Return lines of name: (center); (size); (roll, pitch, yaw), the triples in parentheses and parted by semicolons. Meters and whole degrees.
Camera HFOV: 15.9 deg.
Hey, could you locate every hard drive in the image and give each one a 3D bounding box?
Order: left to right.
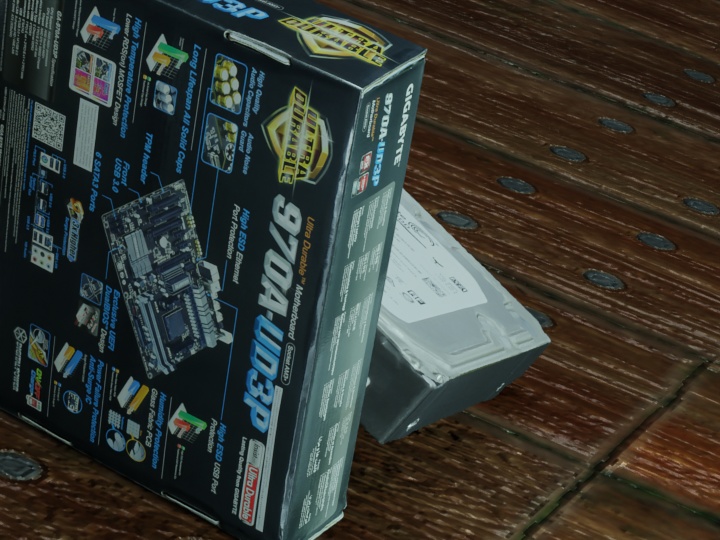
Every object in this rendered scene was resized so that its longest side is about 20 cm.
hard drive: (0.000, 0.000, 1.057); (0.140, 0.038, 0.200); (45, 14, 11)

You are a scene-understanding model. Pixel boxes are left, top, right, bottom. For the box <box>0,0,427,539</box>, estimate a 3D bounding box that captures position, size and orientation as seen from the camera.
box: (-0.067, -0.014, 0.939); (0.159, 0.201, 0.046); (25, 33, 25)
